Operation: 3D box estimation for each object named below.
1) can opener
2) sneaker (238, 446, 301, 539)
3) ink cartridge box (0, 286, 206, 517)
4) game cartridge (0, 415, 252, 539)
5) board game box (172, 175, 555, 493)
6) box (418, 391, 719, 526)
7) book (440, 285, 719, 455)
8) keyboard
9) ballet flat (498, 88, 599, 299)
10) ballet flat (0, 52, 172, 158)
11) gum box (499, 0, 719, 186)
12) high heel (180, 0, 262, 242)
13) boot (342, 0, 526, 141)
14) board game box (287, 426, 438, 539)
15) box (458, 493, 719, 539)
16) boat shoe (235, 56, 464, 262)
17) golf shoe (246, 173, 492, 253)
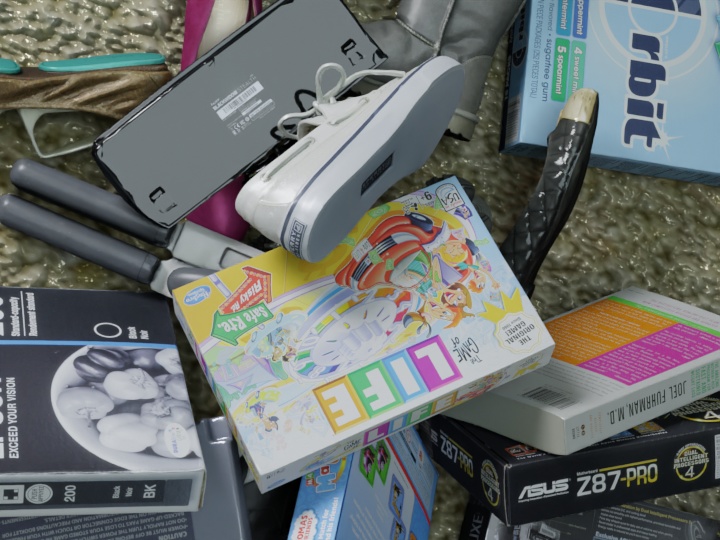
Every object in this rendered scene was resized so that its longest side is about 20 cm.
[{"bbox_3d":[-0.146,-0.019,0.965,0.200,0.067,0.053,23,84,-3],"label":"can opener"},{"bbox_3d":[-0.052,0.148,0.998,0.200,0.073,0.112,-44,101,-7],"label":"sneaker"},{"bbox_3d":[-0.207,0.077,0.897,0.200,0.198,0.043,0,121,-16],"label":"ink cartridge box"},{"bbox_3d":[-0.169,0.176,0.930,0.200,0.041,0.133,-11,69,4],"label":"game cartridge"},{"bbox_3d":[0.001,0.036,0.907,0.200,0.034,0.135,-23,66,-14],"label":"board game box"},{"bbox_3d":[0.160,0.114,1.011,0.200,0.161,0.049,-8,103,-16],"label":"box"},{"bbox_3d":[0.167,0.068,1.003,0.200,0.134,0.048,-16,108,-33],"label":"book"},{"bbox_3d":[-0.075,-0.101,0.976,0.200,0.040,0.104,-38,95,-10],"label":"keyboard"},{"bbox_3d":[0.118,-0.041,1.042,0.057,0.066,0.200,26,95,14],"label":"ballet flat"},{"bbox_3d":[-0.225,-0.112,0.977,0.200,0.068,0.072,-1,105,-20],"label":"ballet flat"},{"bbox_3d":[0.212,-0.162,1.112,0.200,0.045,0.170,8,83,-16],"label":"gum box"},{"bbox_3d":[-0.090,-0.115,0.992,0.067,0.096,0.200,5,83,-16],"label":"high heel"},{"bbox_3d":[0.042,-0.211,1.038,0.182,0.073,0.200,20,92,-15],"label":"boot"},{"bbox_3d":[0.002,0.174,0.934,0.037,0.151,0.200,-6,47,20],"label":"board game box"},{"bbox_3d":[0.165,0.239,1.059,0.200,0.050,0.158,15,81,-15],"label":"box"},{"bbox_3d":[-0.013,-0.086,0.930,0.086,0.075,0.202,28,52,19],"label":"boat shoe"},{"bbox_3d":[0.000,0.000,1.023,0.200,0.094,0.078,-16,77,9],"label":"golf shoe"}]
